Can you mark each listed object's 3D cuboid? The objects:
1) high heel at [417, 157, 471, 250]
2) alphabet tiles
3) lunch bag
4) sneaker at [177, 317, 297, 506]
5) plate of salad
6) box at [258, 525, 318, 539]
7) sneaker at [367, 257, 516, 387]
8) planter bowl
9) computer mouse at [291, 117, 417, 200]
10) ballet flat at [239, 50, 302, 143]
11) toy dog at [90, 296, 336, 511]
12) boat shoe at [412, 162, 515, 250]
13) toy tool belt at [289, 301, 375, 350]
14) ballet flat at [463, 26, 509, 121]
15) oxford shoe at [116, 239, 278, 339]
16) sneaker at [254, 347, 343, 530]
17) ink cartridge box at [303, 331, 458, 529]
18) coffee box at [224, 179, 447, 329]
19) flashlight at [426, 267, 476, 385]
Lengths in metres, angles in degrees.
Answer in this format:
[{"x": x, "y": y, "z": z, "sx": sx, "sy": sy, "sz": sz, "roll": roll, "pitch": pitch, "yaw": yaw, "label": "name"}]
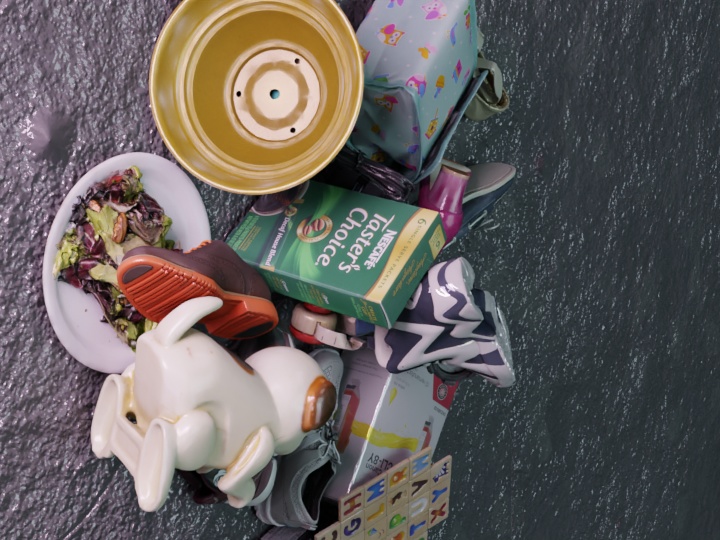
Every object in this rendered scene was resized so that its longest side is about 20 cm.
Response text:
[{"x": 0.090, "y": -0.078, "z": 1.353, "sx": 0.067, "sy": 0.200, "sz": 0.097, "roll": 18, "pitch": 101, "yaw": -9, "label": "high heel"}, {"x": 0.028, "y": 0.291, "z": 1.333, "sx": 0.199, "sy": 0.006, "sz": 0.168, "roll": -24, "pitch": 132, "yaw": -32, "label": "alphabet tiles"}, {"x": 0.060, "y": -0.199, "z": 1.290, "sx": 0.171, "sy": 0.121, "sz": 0.201, "roll": -61, "pitch": 156, "yaw": -28, "label": "lunch bag"}, {"x": -0.128, "y": 0.144, "z": 1.168, "sx": 0.115, "sy": 0.075, "sz": 0.202, "roll": 0, "pitch": 99, "yaw": -50, "label": "sneaker"}, {"x": -0.199, "y": -0.004, "z": 1.055, "sx": 0.199, "sy": 0.048, "sz": 0.202, "roll": -18, "pitch": 114, "yaw": -49, "label": "plate of salad"}, {"x": -0.109, "y": 0.405, "z": 1.279, "sx": 0.198, "sy": 0.049, "sz": 0.202, "roll": -34, "pitch": 125, "yaw": -43, "label": "box"}, {"x": 0.077, "y": 0.070, "z": 1.194, "sx": 0.199, "sy": 0.128, "sz": 0.080, "roll": 48, "pitch": 31, "yaw": -55, "label": "sneaker"}, {"x": -0.088, "y": -0.168, "z": 1.079, "sx": 0.083, "sy": 0.198, "sz": 0.203, "roll": 6, "pitch": 95, "yaw": -80, "label": "planter bowl"}, {"x": -0.026, "y": -0.101, "z": 1.204, "sx": 0.140, "sy": 0.200, "sz": 0.046, "roll": 32, "pitch": 86, "yaw": -9, "label": "computer mouse"}, {"x": -0.072, "y": -0.214, "z": 1.156, "sx": 0.067, "sy": 0.067, "sz": 0.202, "roll": 6, "pitch": 96, "yaw": -60, "label": "ballet flat"}, {"x": -0.123, "y": 0.116, "z": 1.071, "sx": 0.199, "sy": 0.139, "sz": 0.196, "roll": 5, "pitch": 98, "yaw": -40, "label": "toy dog"}, {"x": 0.125, "y": -0.073, "z": 1.442, "sx": 0.200, "sy": 0.074, "sz": 0.062, "roll": -38, "pitch": 125, "yaw": -40, "label": "boat shoe"}, {"x": 0.000, "y": 0.000, "z": 1.248, "sx": 0.199, "sy": 0.124, "sz": 0.124, "roll": -14, "pitch": 123, "yaw": -57, "label": "toy tool belt"}, {"x": 0.129, "y": -0.259, "z": 1.407, "sx": 0.070, "sy": 0.069, "sz": 0.200, "roll": -60, "pitch": 139, "yaw": -23, "label": "ballet flat"}, {"x": -0.150, "y": 0.007, "z": 1.051, "sx": 0.200, "sy": 0.071, "sz": 0.073, "roll": 30, "pitch": 39, "yaw": -58, "label": "oxford shoe"}, {"x": -0.047, "y": 0.186, "z": 1.276, "sx": 0.074, "sy": 0.081, "sz": 0.202, "roll": 19, "pitch": 84, "yaw": -53, "label": "sneaker"}, {"x": 0.023, "y": 0.184, "z": 1.367, "sx": 0.145, "sy": 0.083, "sz": 0.202, "roll": 36, "pitch": 71, "yaw": -50, "label": "ink cartridge box"}, {"x": -0.028, "y": -0.025, "z": 1.147, "sx": 0.123, "sy": 0.198, "sz": 0.044, "roll": -54, "pitch": 144, "yaw": -28, "label": "coffee box"}, {"x": 0.097, "y": 0.056, "z": 1.348, "sx": 0.200, "sy": 0.067, "sz": 0.069, "roll": -94, "pitch": -170, "yaw": -65, "label": "flashlight"}]
